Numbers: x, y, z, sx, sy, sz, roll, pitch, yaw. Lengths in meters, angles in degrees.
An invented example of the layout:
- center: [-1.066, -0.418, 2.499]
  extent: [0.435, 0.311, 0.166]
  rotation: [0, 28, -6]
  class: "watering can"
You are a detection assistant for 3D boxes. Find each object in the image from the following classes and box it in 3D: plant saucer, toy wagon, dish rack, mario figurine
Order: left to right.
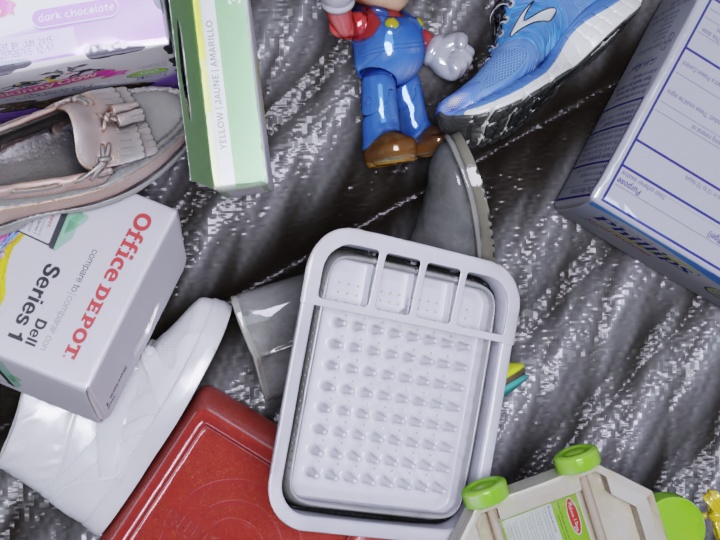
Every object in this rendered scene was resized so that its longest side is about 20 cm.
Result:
- center: [-0.093, 0.207, 0.750]
  extent: [0.199, 0.037, 0.201]
  rotation: [28, 74, 17]
  class: "plant saucer"
- center: [0.020, 0.081, 0.726]
  extent: [0.170, 0.043, 0.202]
  rotation: [12, 85, -27]
  class: "dish rack"
- center: [0.028, -0.182, 0.773]
  extent: [0.105, 0.123, 0.202]
  rotation: [-13, 97, 7]
  class: "mario figurine"
- center: [0.159, 0.201, 0.721]
  extent: [0.199, 0.040, 0.156]
  rotation: [-18, 94, -7]
  class: "toy wagon"

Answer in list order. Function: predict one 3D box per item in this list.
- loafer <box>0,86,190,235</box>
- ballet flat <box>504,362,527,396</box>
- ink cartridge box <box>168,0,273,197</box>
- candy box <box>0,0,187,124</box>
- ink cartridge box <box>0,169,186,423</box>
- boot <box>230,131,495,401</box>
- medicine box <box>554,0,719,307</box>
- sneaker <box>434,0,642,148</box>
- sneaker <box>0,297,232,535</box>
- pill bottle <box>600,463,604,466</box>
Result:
- center: [-0.199, -0.076, 0.684]
  extent: [0.199, 0.063, 0.072]
  rotation: [-26, 72, -18]
  class: "loafer"
- center: [0.035, 0.115, 0.810]
  extent: [0.199, 0.067, 0.067]
  rotation: [-37, 78, -3]
  class: "ballet flat"
- center: [-0.093, -0.129, 0.718]
  extent: [0.048, 0.200, 0.147]
  rotation: [-7, 92, -4]
  class: "ink cartridge box"
- center: [-0.208, -0.154, 0.705]
  extent: [0.166, 0.200, 0.072]
  rotation: [-11, 92, -5]
  class: "candy box"
- center: [-0.241, -0.003, 0.728]
  extent: [0.199, 0.084, 0.146]
  rotation: [22, 67, 3]
  class: "ink cartridge box"
- center: [0.000, 0.000, 0.782]
  extent: [0.198, 0.073, 0.183]
  rotation: [-10, 116, -1]
  class: "boot"
- center: [0.283, -0.093, 0.808]
  extent: [0.181, 0.103, 0.201]
  rotation: [29, 89, -6]
  class: "medicine box"
- center: [0.123, -0.172, 0.802]
  extent: [0.200, 0.079, 0.089]
  rotation: [-42, 83, -22]
  class: "sneaker"
- center: [-0.189, 0.085, 0.777]
  extent: [0.115, 0.074, 0.201]
  rotation: [33, 89, -9]
  class: "sneaker"
- center: [0.160, 0.254, 0.799]
  extent: [0.112, 0.112, 0.201]
  rotation: [36, 87, -6]
  class: "pill bottle"
